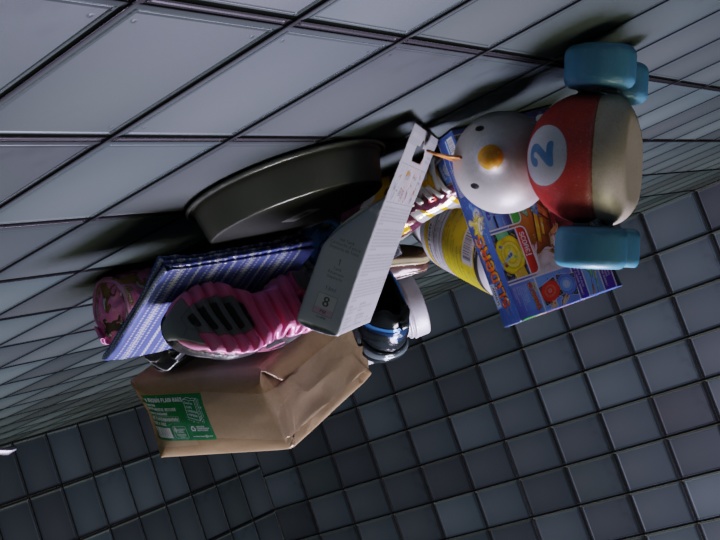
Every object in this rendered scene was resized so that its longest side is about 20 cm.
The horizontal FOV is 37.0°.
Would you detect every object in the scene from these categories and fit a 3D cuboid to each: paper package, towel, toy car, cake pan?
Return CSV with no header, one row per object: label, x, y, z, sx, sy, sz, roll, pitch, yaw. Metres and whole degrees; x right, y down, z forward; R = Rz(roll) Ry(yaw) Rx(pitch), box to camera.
paper package,-0.121,0.121,1.218,0.199,0.104,0.190,-8,-163,34
towel,-0.146,0.024,1.060,0.199,0.024,0.145,-11,147,-47
toy car,0.149,-0.098,0.968,0.199,0.186,0.177,3,-178,21
cake pan,-0.065,-0.068,1.015,0.199,0.037,0.200,-20,174,-2

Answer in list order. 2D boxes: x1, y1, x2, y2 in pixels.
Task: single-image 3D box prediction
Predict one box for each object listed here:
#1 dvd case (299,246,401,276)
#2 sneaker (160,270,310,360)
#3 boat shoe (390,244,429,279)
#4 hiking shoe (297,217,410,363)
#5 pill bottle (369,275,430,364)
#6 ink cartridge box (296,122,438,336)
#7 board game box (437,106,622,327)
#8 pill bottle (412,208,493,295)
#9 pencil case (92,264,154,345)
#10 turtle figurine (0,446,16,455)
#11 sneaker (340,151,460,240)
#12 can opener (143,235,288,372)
dvd case,-0.066,-0.002,1.317,0.148,0.016,0.199,-26,-163,-33
sneaker,-0.122,0.058,1.053,0.095,0.079,0.199,-37,161,36
boat shoe,-0.004,0.016,1.367,0.198,0.072,0.072,-11,-166,12
hiking shoe,0.000,0.000,1.175,0.074,0.200,0.087,-22,153,-27
pill bottle,-0.013,0.077,1.439,0.199,0.109,0.109,-20,174,-8
ink cartridge box,0.009,-0.042,1.020,0.057,0.201,0.163,17,-175,10
board game box,0.173,-0.058,1.093,0.135,0.201,0.034,-16,173,-27
pill bottle,0.138,-0.043,1.264,0.111,0.112,0.200,-17,-156,-22
pencil case,-0.205,0.030,1.217,0.082,0.087,0.199,4,-168,45
turtle figurine,-0.439,0.125,1.031,0.193,0.145,0.200,-14,169,-15
sneaker,0.071,-0.090,1.144,0.199,0.075,0.090,-24,167,-15
can opener,-0.154,0.029,1.157,0.200,0.053,0.067,-44,164,-5
